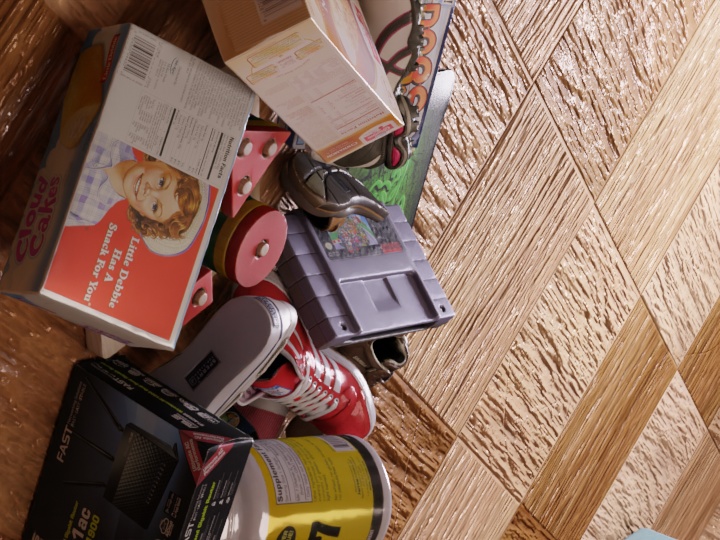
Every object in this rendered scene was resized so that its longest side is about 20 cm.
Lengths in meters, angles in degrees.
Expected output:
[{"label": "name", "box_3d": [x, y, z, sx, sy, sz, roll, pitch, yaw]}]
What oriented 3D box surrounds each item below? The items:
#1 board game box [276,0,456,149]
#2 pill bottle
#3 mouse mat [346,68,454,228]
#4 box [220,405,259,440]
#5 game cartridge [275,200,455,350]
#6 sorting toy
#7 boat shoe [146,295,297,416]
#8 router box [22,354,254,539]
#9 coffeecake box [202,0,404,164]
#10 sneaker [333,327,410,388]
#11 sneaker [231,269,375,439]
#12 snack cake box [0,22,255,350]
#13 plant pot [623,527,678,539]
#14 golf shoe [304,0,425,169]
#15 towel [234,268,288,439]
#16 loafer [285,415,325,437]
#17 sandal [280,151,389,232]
[{"label": "board game box", "box_3d": [0.011, -0.201, 1.547, 0.135, 0.034, 0.201, -4, 120, -34]}, {"label": "pill bottle", "box_3d": [-0.081, 0.202, 1.573, 0.199, 0.114, 0.115, 0, 116, -39]}, {"label": "mouse mat", "box_3d": [0.027, -0.094, 1.760, 0.161, 0.007, 0.201, -20, 132, -54]}, {"label": "box", "box_3d": [-0.141, 0.226, 1.676, 0.136, 0.038, 0.201, -36, 146, -17]}, {"label": "game cartridge", "box_3d": [0.000, 0.000, 1.664, 0.038, 0.130, 0.199, -30, 168, 33]}, {"label": "sorting toy", "box_3d": [-0.130, -0.047, 1.447, 0.199, 0.069, 0.201, -40, 145, -38]}, {"label": "boat shoe", "box_3d": [-0.131, 0.090, 1.515, 0.200, 0.072, 0.066, -47, 160, 20]}, {"label": "router box", "box_3d": [-0.186, 0.190, 1.472, 0.062, 0.149, 0.201, -4, 117, -56]}, {"label": "coffeecake box", "box_3d": [-0.053, -0.191, 1.353, 0.073, 0.154, 0.200, -25, 156, 11]}, {"label": "sneaker", "box_3d": [0.007, 0.088, 1.786, 0.071, 0.075, 0.200, -53, 163, -25]}, {"label": "sneaker", "box_3d": [-0.054, 0.102, 1.602, 0.200, 0.071, 0.113, 53, 21, -26]}, {"label": "snack cake box", "box_3d": [-0.161, -0.058, 1.284, 0.115, 0.067, 0.201, 26, 76, -35]}, {"label": "plant pot", "box_3d": [0.478, 0.539, 2.966, 0.201, 0.195, 0.197, -62, 155, -19]}, {"label": "golf shoe", "box_3d": [0.003, -0.174, 1.485, 0.087, 0.077, 0.202, -5, 115, -16]}, {"label": "towel", "box_3d": [-0.088, 0.099, 1.714, 0.201, 0.023, 0.144, -61, 156, 0]}, {"label": "loafer", "box_3d": [-0.039, 0.163, 1.783, 0.067, 0.076, 0.201, -7, 138, -6]}, {"label": "sandal", "box_3d": [-0.031, -0.061, 1.589, 0.055, 0.082, 0.200, -46, 173, 13]}]
